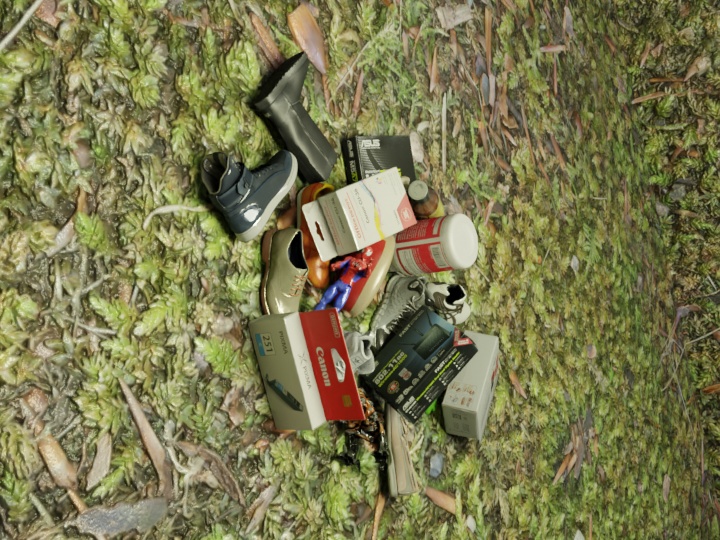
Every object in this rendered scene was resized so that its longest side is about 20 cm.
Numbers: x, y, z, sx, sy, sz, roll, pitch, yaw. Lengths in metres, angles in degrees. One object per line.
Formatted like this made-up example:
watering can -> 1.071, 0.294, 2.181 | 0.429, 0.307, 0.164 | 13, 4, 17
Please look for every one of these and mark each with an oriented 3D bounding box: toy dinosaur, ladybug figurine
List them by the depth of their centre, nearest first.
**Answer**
toy dinosaur -> 0.018, 0.308, 1.588 | 0.200, 0.102, 0.137 | 40, 39, -35
ladybug figurine -> 0.000, 0.000, 1.598 | 0.072, 0.136, 0.201 | 32, 60, -17

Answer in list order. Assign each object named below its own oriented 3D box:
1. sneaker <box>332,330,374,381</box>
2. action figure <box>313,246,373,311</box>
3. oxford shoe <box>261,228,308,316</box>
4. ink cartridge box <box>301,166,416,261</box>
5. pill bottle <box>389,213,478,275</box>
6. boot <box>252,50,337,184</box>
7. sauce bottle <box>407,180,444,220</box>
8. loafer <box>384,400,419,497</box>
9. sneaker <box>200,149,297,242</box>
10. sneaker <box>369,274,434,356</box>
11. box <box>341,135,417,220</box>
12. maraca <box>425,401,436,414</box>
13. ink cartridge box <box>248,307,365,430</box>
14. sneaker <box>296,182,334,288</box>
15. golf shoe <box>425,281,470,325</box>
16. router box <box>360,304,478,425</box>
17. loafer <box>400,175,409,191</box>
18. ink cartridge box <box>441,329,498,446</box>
sneaker -> -0.046, 0.184, 1.506 | 0.075, 0.114, 0.201 | 52, 47, -31
action figure -> -0.038, 0.030, 1.483 | 0.201, 0.065, 0.099 | -55, 168, -15
oxford shoe -> -0.130, 0.023, 1.463 | 0.071, 0.073, 0.202 | -3, 87, -54
ink cartridge box -> -0.001, -0.103, 1.520 | 0.199, 0.067, 0.117 | -27, 98, -36
pill bottle -> 0.135, -0.050, 1.712 | 0.112, 0.199, 0.114 | 12, 75, -50
boot -> -0.101, -0.289, 1.565 | 0.200, 0.065, 0.165 | 51, 56, -29
sauce bottle -> 0.135, -0.141, 1.707 | 0.200, 0.065, 0.067 | 47, 43, -75
loafer -> 0.082, 0.354, 1.664 | 0.072, 0.062, 0.202 | -178, -95, -88
sneaker -> -0.192, -0.172, 1.420 | 0.147, 0.076, 0.203 | 53, 47, -35
sneaker -> 0.093, 0.088, 1.701 | 0.075, 0.115, 0.201 | 43, 52, -38
box -> 0.050, -0.189, 1.754 | 0.199, 0.047, 0.195 | -11, 96, -52
maraca -> 0.149, 0.217, 1.762 | 0.138, 0.106, 0.201 | -57, 144, -39
ink cartridge box -> -0.094, 0.170, 1.399 | 0.045, 0.175, 0.202 | -23, 101, -50
sneaker -> -0.079, -0.067, 1.544 | 0.073, 0.077, 0.202 | 2, 83, -50
golf shoe -> 0.212, 0.077, 1.872 | 0.199, 0.094, 0.079 | 23, 64, -49
router box -> 0.113, 0.181, 1.614 | 0.200, 0.150, 0.062 | -48, 125, -6
loafer -> 0.023, -0.129, 1.633 | 0.199, 0.075, 0.069 | -31, 108, -29
ink cartridge box -> 0.255, 0.272, 1.877 | 0.176, 0.083, 0.201 | 76, 30, -50
